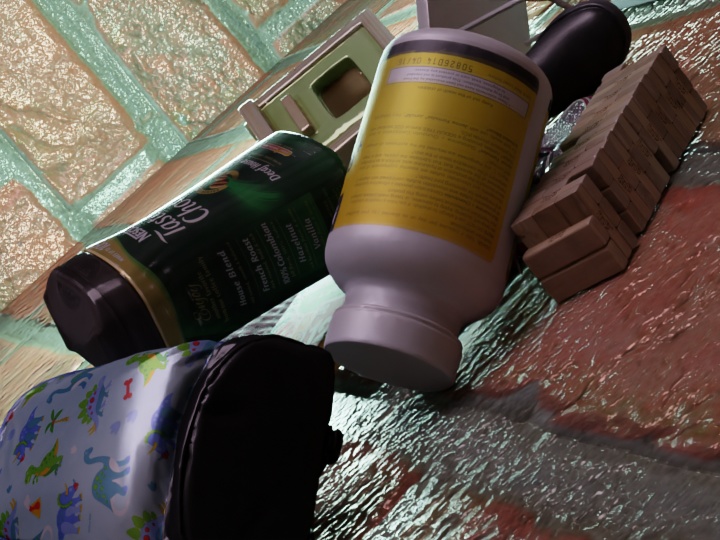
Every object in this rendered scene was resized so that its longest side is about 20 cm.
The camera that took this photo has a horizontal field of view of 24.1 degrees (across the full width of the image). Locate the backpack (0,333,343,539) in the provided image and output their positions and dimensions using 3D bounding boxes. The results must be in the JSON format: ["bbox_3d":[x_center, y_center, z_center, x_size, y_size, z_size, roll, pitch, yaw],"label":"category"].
[{"bbox_3d":[-0.122,0.121,0.956,0.200,0.153,0.164,-24,50,58],"label":"backpack"}]

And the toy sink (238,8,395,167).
[{"bbox_3d":[-0.022,-0.104,1.441,0.200,0.112,0.131,-39,42,5],"label":"toy sink"}]

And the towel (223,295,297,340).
[{"bbox_3d":[-0.055,0.014,1.290,0.191,0.035,0.200,-9,27,28],"label":"towel"}]

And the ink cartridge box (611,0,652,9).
[{"bbox_3d":[0.294,-0.296,1.432,0.162,0.050,0.200,-43,10,-11],"label":"ink cartridge box"}]

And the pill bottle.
[{"bbox_3d":[0.042,-0.035,1.020,0.112,0.112,0.201,-18,52,60],"label":"pill bottle"}]

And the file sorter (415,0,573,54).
[{"bbox_3d":[0.131,-0.267,1.404,0.124,0.138,0.201,-22,62,40],"label":"file sorter"}]

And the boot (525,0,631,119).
[{"bbox_3d":[0.113,-0.108,1.274,0.165,0.066,0.200,-40,6,44],"label":"boot"}]

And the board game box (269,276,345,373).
[{"bbox_3d":[0.000,0.000,1.166,0.200,0.030,0.095,-52,20,-22],"label":"board game box"}]

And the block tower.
[{"bbox_3d":[0.157,-0.066,1.039,0.058,0.054,0.200,-29,18,39],"label":"block tower"}]

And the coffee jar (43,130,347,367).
[{"bbox_3d":[-0.097,-0.005,1.067,0.199,0.086,0.104,-34,30,-21],"label":"coffee jar"}]

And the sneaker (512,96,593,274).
[{"bbox_3d":[0.093,-0.048,1.114,0.200,0.075,0.081,-44,13,-17],"label":"sneaker"}]
